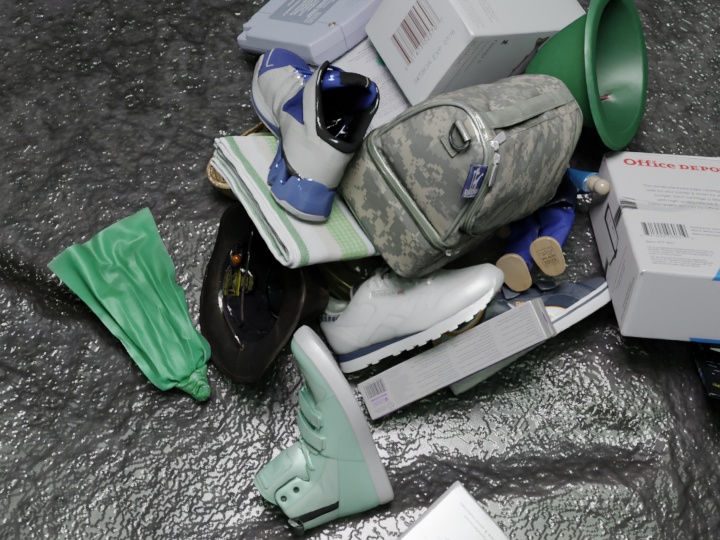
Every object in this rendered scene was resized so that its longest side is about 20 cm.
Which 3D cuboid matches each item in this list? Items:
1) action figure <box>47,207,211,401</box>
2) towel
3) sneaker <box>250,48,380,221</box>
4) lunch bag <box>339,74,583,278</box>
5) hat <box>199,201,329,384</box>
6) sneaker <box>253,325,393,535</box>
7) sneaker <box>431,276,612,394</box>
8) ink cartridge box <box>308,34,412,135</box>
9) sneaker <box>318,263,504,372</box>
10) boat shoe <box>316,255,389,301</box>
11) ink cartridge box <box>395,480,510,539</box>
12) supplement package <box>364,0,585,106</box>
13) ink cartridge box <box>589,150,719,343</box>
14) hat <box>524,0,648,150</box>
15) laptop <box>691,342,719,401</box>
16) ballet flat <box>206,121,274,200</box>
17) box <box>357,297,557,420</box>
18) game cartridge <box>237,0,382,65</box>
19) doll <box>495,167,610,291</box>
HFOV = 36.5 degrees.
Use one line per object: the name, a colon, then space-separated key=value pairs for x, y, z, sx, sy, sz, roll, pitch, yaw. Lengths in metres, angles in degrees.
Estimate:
action figure: x=-0.211 y=0.048 z=1.101 sx=0.118 sy=0.055 sz=0.201 roll=-32 pitch=79 yaw=-15
towel: x=-0.033 y=-0.066 z=1.024 sx=0.199 sy=0.031 sz=0.150 roll=-7 pitch=56 yaw=-49
sneaker: x=-0.033 y=-0.149 z=0.987 sx=0.080 sy=0.115 sz=0.201 roll=19 pitch=37 yaw=-30
lunch bag: x=0.099 y=-0.102 z=1.003 sx=0.199 sy=0.168 sz=0.140 roll=-25 pitch=77 yaw=-48
hat: x=-0.083 y=0.022 z=1.072 sx=0.080 sy=0.200 sz=0.203 roll=9 pitch=63 yaw=-33
sneaker: x=-0.052 y=0.155 z=1.003 sx=0.117 sy=0.074 sz=0.202 roll=-23 pitch=115 yaw=-6
sneaker: x=0.162 y=0.042 z=1.097 sx=0.199 sy=0.078 sz=0.080 roll=-28 pitch=81 yaw=-11
ink cartridge box: x=0.024 y=-0.144 z=1.174 sx=0.136 sy=0.077 sz=0.201 roll=-30 pitch=70 yaw=-12
sneaker: x=0.044 y=0.030 z=1.049 sx=0.199 sy=0.076 sz=0.081 roll=-25 pitch=92 yaw=27
boat shoe: x=0.001 y=-0.002 z=1.122 sx=0.199 sy=0.063 sz=0.074 roll=30 pitch=70 yaw=11
ink cartridge box: x=0.034 y=0.294 z=0.957 sx=0.200 sy=0.145 sz=0.083 roll=-40 pitch=75 yaw=-16
supplement package: x=0.128 y=-0.257 z=1.158 sx=0.199 sy=0.117 sz=0.118 roll=-14 pitch=65 yaw=-40
ink cartridge box: x=0.319 y=-0.026 z=1.086 sx=0.144 sy=0.085 sz=0.201 roll=5 pitch=39 yaw=-2
hat: x=0.186 y=-0.199 z=1.143 sx=0.174 sy=0.167 sz=0.200 roll=-1 pitch=28 yaw=34
laptop: x=0.430 y=0.067 z=1.081 sx=0.175 sy=0.200 sz=0.104 roll=15 pitch=109 yaw=5
ballet flat: x=-0.081 y=-0.135 z=1.120 sx=0.199 sy=0.065 sz=0.071 roll=-36 pitch=69 yaw=25
box: x=0.090 y=0.086 z=1.044 sx=0.199 sy=0.039 sz=0.042 roll=-29 pitch=80 yaw=24
game cartridge: x=-0.029 y=-0.298 z=1.214 sx=0.132 sy=0.041 sz=0.200 roll=15 pitch=52 yaw=39
doll: x=0.192 y=-0.062 z=1.121 sx=0.049 sy=0.136 sz=0.201 roll=51 pitch=32 yaw=-20
